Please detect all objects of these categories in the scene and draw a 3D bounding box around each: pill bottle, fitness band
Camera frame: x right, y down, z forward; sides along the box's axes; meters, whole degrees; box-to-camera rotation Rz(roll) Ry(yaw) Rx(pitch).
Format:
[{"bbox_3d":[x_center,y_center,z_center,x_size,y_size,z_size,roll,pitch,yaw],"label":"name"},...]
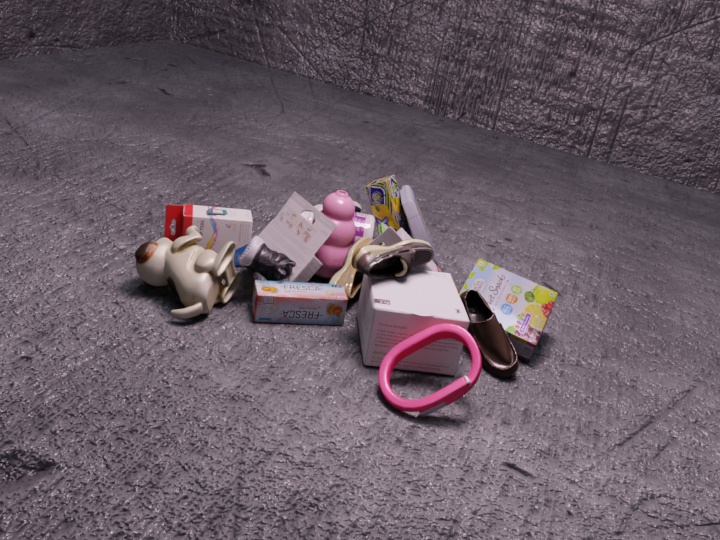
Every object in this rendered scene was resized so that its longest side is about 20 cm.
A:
[{"bbox_3d":[-0.067,-0.101,1.785,0.193,0.115,0.113,10,25,-3],"label":"pill bottle"},{"bbox_3d":[0.127,0.180,1.288,0.196,0.038,0.146,-27,54,-2],"label":"fitness band"}]

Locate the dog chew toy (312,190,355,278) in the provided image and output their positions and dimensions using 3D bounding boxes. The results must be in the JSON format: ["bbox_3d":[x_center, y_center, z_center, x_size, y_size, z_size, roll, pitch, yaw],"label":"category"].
[{"bbox_3d":[-0.064,-0.088,1.650,0.121,0.205,0.125,13,23,-6],"label":"dog chew toy"}]

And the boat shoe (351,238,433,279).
[{"bbox_3d":[0.075,-0.015,1.427,0.195,0.075,0.065,-10,42,-31],"label":"boat shoe"}]

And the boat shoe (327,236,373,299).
[{"bbox_3d":[0.000,0.000,1.604,0.074,0.073,0.202,2,45,32],"label":"boat shoe"}]

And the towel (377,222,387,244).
[{"bbox_3d":[0.124,-0.024,1.690,0.199,0.031,0.150,40,17,-22],"label":"towel"}]

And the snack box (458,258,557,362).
[{"bbox_3d":[0.316,0.084,1.557,0.196,0.069,0.170,23,49,16],"label":"snack box"}]

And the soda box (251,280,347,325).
[{"bbox_3d":[-0.129,0.068,1.477,0.194,0.065,0.069,4,26,-17],"label":"soda box"}]

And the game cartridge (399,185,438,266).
[{"bbox_3d":[0.152,-0.106,1.806,0.041,0.204,0.134,-21,24,6],"label":"game cartridge"}]

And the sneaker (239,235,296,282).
[{"bbox_3d":[-0.204,-0.015,1.544,0.112,0.077,0.200,32,-2,-7],"label":"sneaker"}]

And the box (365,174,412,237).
[{"bbox_3d":[0.079,-0.134,1.808,0.063,0.205,0.070,-12,14,26],"label":"box"}]

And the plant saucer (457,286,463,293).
[{"bbox_3d":[0.292,0.089,1.654,0.194,0.030,0.201,10,26,-5],"label":"plant saucer"}]

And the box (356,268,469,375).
[{"bbox_3d":[0.100,0.095,1.440,0.192,0.134,0.201,8,26,-8],"label":"box"}]

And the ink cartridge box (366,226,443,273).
[{"bbox_3d":[0.089,-0.006,1.546,0.200,0.116,0.068,45,18,-20],"label":"ink cartridge box"}]

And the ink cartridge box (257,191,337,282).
[{"bbox_3d":[-0.150,-0.066,1.627,0.199,0.177,0.045,39,-3,44],"label":"ink cartridge box"}]

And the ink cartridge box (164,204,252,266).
[{"bbox_3d":[-0.352,-0.081,1.620,0.194,0.119,0.068,3,26,-15],"label":"ink cartridge box"}]

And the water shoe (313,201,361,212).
[{"bbox_3d":[-0.065,-0.137,1.935,0.197,0.072,0.080,-12,62,-43],"label":"water shoe"}]

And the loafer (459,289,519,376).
[{"bbox_3d":[0.256,0.124,1.443,0.072,0.071,0.203,-29,67,-5],"label":"loafer"}]

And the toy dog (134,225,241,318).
[{"bbox_3d":[-0.368,0.005,1.452,0.195,0.141,0.197,20,63,15],"label":"toy dog"}]
